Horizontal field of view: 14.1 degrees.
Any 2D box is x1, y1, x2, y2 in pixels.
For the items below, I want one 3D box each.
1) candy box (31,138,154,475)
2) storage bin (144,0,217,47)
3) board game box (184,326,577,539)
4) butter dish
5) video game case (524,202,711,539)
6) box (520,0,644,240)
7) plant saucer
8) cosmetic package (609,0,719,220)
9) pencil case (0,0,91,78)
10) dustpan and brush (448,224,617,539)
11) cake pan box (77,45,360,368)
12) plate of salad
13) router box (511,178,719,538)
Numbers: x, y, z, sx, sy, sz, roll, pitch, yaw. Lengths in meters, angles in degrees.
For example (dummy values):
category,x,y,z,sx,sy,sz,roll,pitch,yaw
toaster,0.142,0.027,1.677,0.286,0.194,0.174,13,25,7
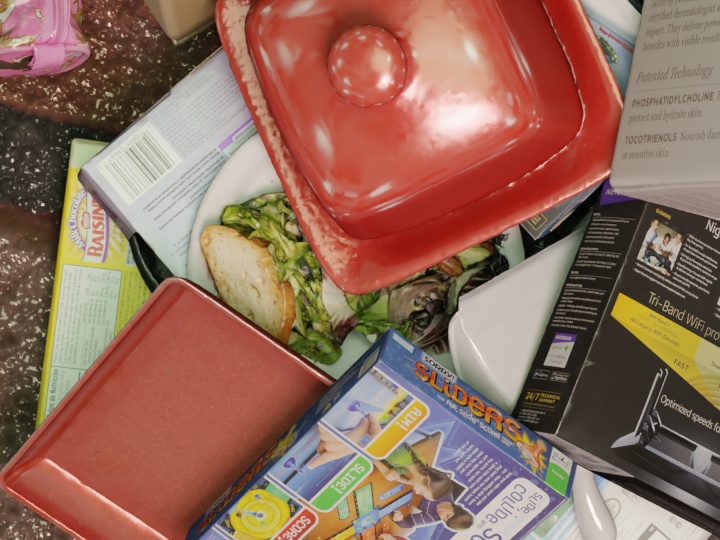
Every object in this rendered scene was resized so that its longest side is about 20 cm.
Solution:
category,x,y,z,sx,sy,sz,roll,pitch,yaw
candy box,-0.136,0.026,1.750,0.102,0.026,0.200,7,85,-2
storage bin,-0.056,-0.230,1.689,0.198,0.200,0.094,-33,87,-4
board game box,0.008,0.137,1.637,0.135,0.034,0.200,37,124,-12
butter dish,0.020,-0.109,1.586,0.200,0.148,0.200,-25,84,14
video game case,0.152,0.088,1.753,0.182,0.024,0.200,41,86,3
box,0.085,-0.137,1.671,0.137,0.038,0.200,-44,83,21
plant saucer,-0.077,0.109,1.681,0.199,0.037,0.200,35,124,-11
cosmetic package,0.259,-0.122,1.560,0.167,0.166,0.200,14,84,-24
pencil case,-0.206,-0.212,1.739,0.083,0.087,0.200,-4,83,4
dustpan and brush,0.123,0.085,1.698,0.139,0.057,0.200,-29,99,-35
cake pan box,-0.042,-0.047,1.732,0.200,0.052,0.184,-42,91,-10
plate of salad,0.000,0.000,1.687,0.200,0.048,0.200,1,86,-9
router box,0.198,0.059,1.671,0.200,0.052,0.157,29,78,-29
